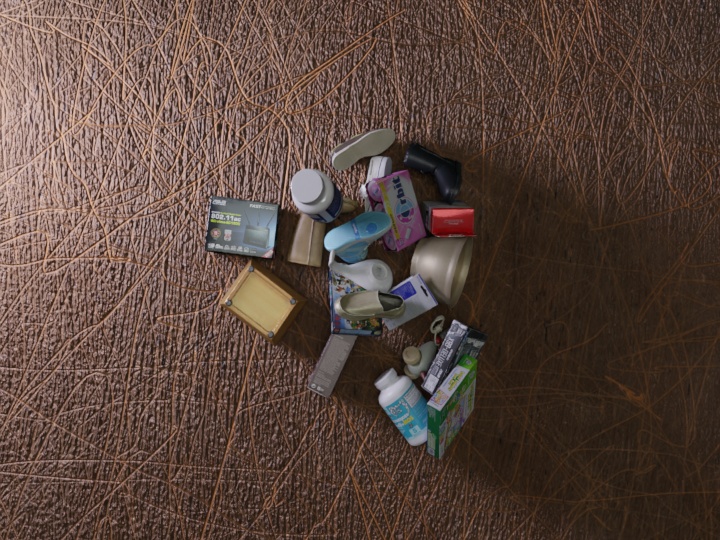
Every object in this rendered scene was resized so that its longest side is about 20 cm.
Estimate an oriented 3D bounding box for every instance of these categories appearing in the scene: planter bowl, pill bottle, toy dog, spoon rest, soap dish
[{"bbox_3d":[0.217,-0.016,1.468,0.132,0.200,0.205,17,87,21],"label":"planter bowl"},{"bbox_3d":[0.123,0.371,1.477,0.110,0.111,0.201,-38,90,-4],"label":"pill bottle"},{"bbox_3d":[0.205,0.236,1.484,0.200,0.132,0.097,-45,50,3],"label":"toy dog"},{"bbox_3d":[-0.114,-0.194,1.377,0.108,0.200,0.114,-1,85,9],"label":"pill bottle"},{"bbox_3d":[0.000,0.000,1.456,0.196,0.061,0.101,20,61,-19],"label":"spoon rest"},{"bbox_3d":[-0.270,0.087,1.476,0.198,0.081,0.159,36,87,-1],"label":"soap dish"}]

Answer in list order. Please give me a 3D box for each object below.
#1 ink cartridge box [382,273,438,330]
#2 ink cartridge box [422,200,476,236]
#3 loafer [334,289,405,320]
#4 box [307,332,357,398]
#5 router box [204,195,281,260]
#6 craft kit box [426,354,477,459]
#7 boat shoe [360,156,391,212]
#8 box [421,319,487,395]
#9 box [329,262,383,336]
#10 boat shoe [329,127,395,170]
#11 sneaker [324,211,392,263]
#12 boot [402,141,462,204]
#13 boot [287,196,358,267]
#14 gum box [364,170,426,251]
[{"bbox_3d":[0.125,0.082,1.459,0.039,0.199,0.101,-31,89,-47],"label":"ink cartridge box"},{"bbox_3d":[0.239,-0.142,1.451,0.113,0.200,0.069,-2,105,-4],"label":"ink cartridge box"},{"bbox_3d":[0.029,0.084,1.396,0.195,0.069,0.077,0,58,-17],"label":"loafer"},{"bbox_3d":[-0.073,0.237,1.475,0.074,0.100,0.204,24,88,-3],"label":"box"},{"bbox_3d":[-0.325,-0.118,1.488,0.195,0.062,0.154,6,87,-3],"label":"router box"},{"bbox_3d":[0.242,0.360,1.416,0.048,0.203,0.197,19,45,29],"label":"craft kit box"},{"bbox_3d":[0.034,-0.226,1.519,0.068,0.071,0.205,12,91,24],"label":"boat shoe"},{"bbox_3d":[0.259,0.245,1.460,0.049,0.157,0.203,28,93,36],"label":"box"},{"bbox_3d":[-0.015,0.077,1.454,0.133,0.038,0.204,4,57,-14],"label":"box"},{"bbox_3d":[0.003,-0.353,1.514,0.197,0.060,0.073,-29,130,-2],"label":"boat shoe"},{"bbox_3d":[0.012,-0.087,1.465,0.196,0.130,0.081,-18,62,19],"label":"sneaker"},{"bbox_3d":[0.194,-0.271,1.476,0.165,0.202,0.077,21,128,-4],"label":"boot"},{"bbox_3d":[-0.105,-0.110,1.504,0.171,0.066,0.205,10,87,9],"label":"boot"},{"bbox_3d":[0.097,-0.168,1.470,0.112,0.066,0.204,-27,106,-30],"label":"gum box"}]
